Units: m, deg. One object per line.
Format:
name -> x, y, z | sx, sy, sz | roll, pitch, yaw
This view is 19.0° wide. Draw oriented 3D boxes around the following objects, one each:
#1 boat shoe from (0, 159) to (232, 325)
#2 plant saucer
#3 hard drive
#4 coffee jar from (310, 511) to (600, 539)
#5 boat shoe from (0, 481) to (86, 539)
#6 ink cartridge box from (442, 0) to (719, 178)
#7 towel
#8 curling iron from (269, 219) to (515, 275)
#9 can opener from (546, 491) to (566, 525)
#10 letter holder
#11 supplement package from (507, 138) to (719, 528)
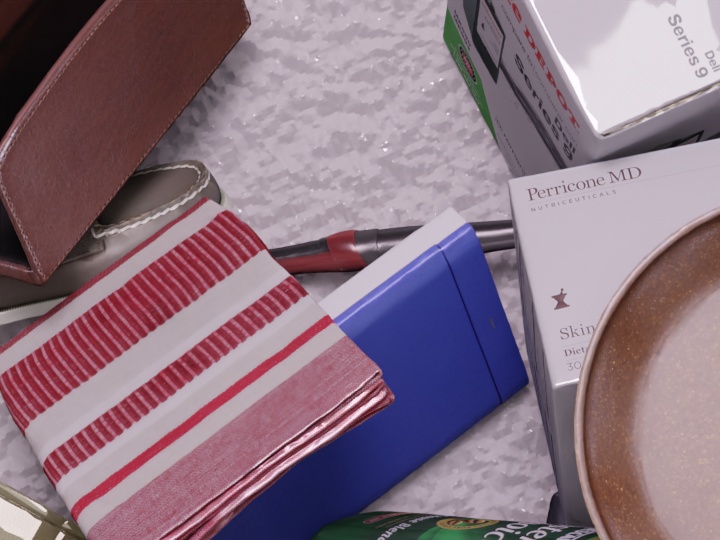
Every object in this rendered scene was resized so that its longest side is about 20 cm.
boat shoe -> -0.164, -0.015, 1.079 | 0.201, 0.072, 0.060 | -20, 119, -5
plant saucer -> 0.187, 0.067, 0.881 | 0.200, 0.037, 0.201 | 0, 81, 3
hard drive -> -0.015, 0.072, 1.036 | 0.200, 0.132, 0.025 | -36, 51, -10
coffee jar -> 0.074, 0.158, 0.976 | 0.200, 0.104, 0.086 | 1, 91, 37
boat shoe -> -0.126, 0.165, 1.035 | 0.200, 0.068, 0.075 | 36, 76, 10
ink cartridge box -> 0.109, -0.109, 1.050 | 0.084, 0.200, 0.146 | -24, 76, -7
towel -> -0.084, 0.050, 0.978 | 0.144, 0.023, 0.200 | -36, 36, -6
curling iron -> 0.000, 0.000, 1.097 | 0.199, 0.026, 0.050 | -12, 65, 3
can opener -> 0.189, 0.150, 1.049 | 0.199, 0.063, 0.079 | 6, 87, 0
letter holder -> -0.157, -0.119, 1.035 | 0.100, 0.142, 0.200 | 14, 51, 27
supplement package -> 0.178, 0.023, 0.998 | 0.199, 0.156, 0.111 | -12, 58, 1
